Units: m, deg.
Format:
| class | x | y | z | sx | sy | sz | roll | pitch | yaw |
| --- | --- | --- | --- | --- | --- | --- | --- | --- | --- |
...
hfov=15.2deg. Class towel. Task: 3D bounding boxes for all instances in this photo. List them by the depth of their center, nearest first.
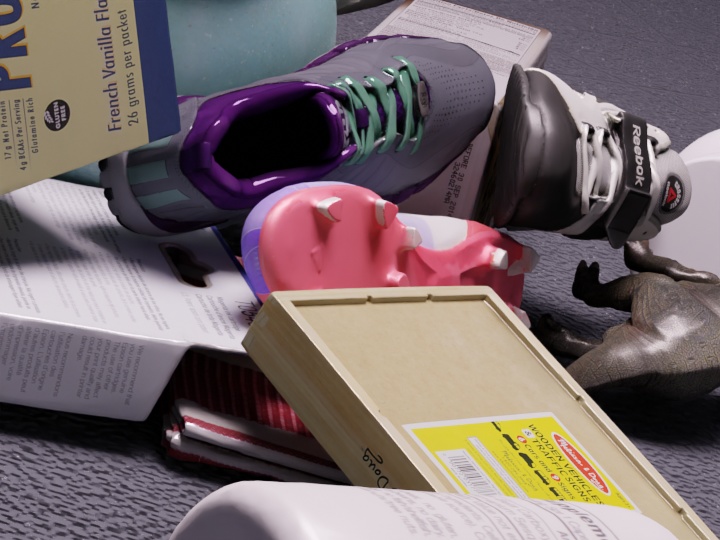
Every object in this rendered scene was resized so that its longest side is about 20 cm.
| class | x | y | z | sx | sy | sz | roll | pitch | yaw |
| --- | --- | --- | --- | --- | --- | --- | --- | --- | --- |
| towel | -0.012 | 0.049 | 1.104 | 0.144 | 0.023 | 0.200 | 17 | 19 | -10 |

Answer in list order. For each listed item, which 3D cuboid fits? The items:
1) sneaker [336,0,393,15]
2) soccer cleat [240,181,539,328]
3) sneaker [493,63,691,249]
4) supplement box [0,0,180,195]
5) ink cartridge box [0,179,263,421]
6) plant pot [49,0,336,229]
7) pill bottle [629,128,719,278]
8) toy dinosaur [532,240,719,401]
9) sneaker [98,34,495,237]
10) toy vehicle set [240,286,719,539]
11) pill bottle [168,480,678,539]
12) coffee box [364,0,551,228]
| class | x | y | z | sx | sy | sz | roll | pitch | yaw |
| --- | --- | --- | --- | --- | --- | --- | --- | --- | --- |
| sneaker | -0.064 | -0.139 | 1.390 | 0.073 | 0.200 | 0.072 | 64 | 4 | 2 |
| soccer cleat | 0.000 | 0.000 | 1.110 | 0.076 | 0.067 | 0.200 | 7 | 0 | 33 |
| sneaker | 0.105 | -0.048 | 1.210 | 0.088 | 0.074 | 0.200 | 8 | 1 | 7 |
| supplement box | -0.212 | -0.106 | 1.037 | 0.200 | 0.135 | 0.200 | -23 | 27 | -37 |
| ink cartridge box | -0.143 | 0.003 | 1.071 | 0.199 | 0.043 | 0.196 | 11 | 16 | -18 |
| plant pot | -0.095 | -0.133 | 1.208 | 0.200 | 0.134 | 0.201 | 12 | 49 | -15 |
| pill bottle | 0.215 | -0.022 | 1.382 | 0.116 | 0.116 | 0.200 | 25 | 19 | 21 |
| toy dinosaur | 0.143 | 0.029 | 1.225 | 0.102 | 0.077 | 0.200 | 15 | 7 | 41 |
| sneaker | -0.006 | -0.055 | 1.120 | 0.200 | 0.075 | 0.087 | -19 | 8 | -35 |
| toy vehicle set | 0.058 | 0.080 | 0.984 | 0.124 | 0.027 | 0.200 | 0 | 40 | -46 |
| pill bottle | 0.045 | 0.123 | 0.779 | 0.200 | 0.115 | 0.114 | 7 | 20 | -31 |
| coffee box | 0.031 | -0.059 | 1.316 | 0.080 | 0.113 | 0.200 | 17 | 16 | 6 |
